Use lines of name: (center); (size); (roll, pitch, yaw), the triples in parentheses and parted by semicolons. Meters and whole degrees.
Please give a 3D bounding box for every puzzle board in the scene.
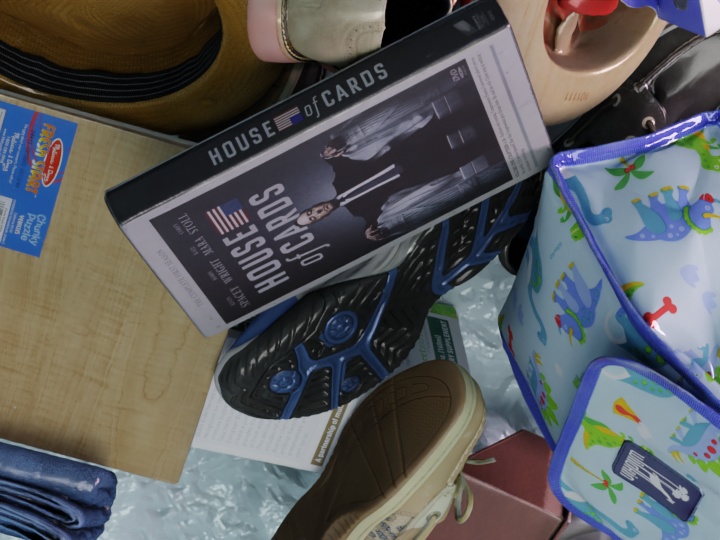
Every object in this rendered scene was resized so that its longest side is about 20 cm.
puzzle board: (-0.140, 0.010, 1.277); (0.151, 0.017, 0.200); (16, 120, -6)

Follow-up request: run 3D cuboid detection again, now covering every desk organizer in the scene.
desk organizer: (0.047, 0.177, 1.454); (0.077, 0.072, 0.200); (25, 124, -7)

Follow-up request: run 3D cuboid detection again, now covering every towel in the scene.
towel: (-0.233, 0.107, 1.340); (0.200, 0.112, 0.049); (14, 84, 4)

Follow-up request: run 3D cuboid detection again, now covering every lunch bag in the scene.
lunch bag: (0.158, 0.053, 1.256); (0.127, 0.200, 0.170); (-18, 154, -17)

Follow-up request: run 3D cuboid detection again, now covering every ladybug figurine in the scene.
ladybug figurine: (0.107, -0.170, 1.232); (0.136, 0.072, 0.200); (-3, 123, -41)

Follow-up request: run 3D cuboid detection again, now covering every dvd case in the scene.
dvd case: (-0.009, -0.045, 1.187); (0.200, 0.025, 0.150); (-28, 155, 1)

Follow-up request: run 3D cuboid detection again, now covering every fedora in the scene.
fedora: (-0.128, -0.148, 1.208); (0.200, 0.082, 0.201); (6, 142, 5)

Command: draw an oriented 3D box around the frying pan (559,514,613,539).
frying pan: (0.117, 0.155, 1.495); (0.115, 0.031, 0.190); (-36, 124, 15)

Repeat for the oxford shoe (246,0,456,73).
oxford shoe: (0.016, -0.124, 1.195); (0.074, 0.200, 0.071); (8, 104, 21)

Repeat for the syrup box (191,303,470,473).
syrup box: (-0.046, 0.052, 1.369); (0.200, 0.079, 0.082); (14, 121, -16)

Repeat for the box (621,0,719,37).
box: (0.199, -0.201, 1.199); (0.200, 0.041, 0.119); (-36, 129, -25)

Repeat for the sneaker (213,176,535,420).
sneaker: (0.000, 0.000, 1.309); (0.200, 0.077, 0.076); (-41, 137, -10)

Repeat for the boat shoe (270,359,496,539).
boat shoe: (0.016, 0.123, 1.340); (0.063, 0.073, 0.200); (18, 131, -26)

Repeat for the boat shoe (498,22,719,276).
boat shoe: (0.143, -0.068, 1.312); (0.069, 0.057, 0.200); (32, 123, -24)

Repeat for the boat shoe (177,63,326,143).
boat shoe: (-0.051, -0.078, 1.294); (0.065, 0.073, 0.200); (6, 118, -42)
